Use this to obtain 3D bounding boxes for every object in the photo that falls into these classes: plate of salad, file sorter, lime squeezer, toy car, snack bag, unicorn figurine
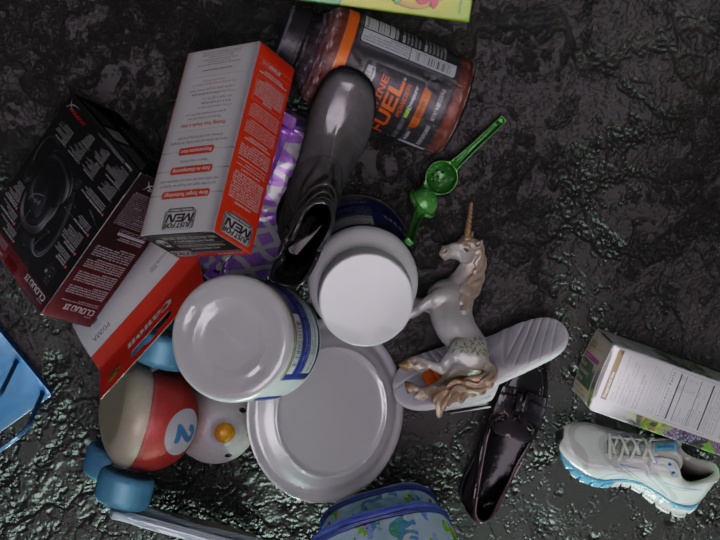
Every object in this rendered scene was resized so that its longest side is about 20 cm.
[{"bbox_3d":[-0.041,0.154,1.594,0.198,0.048,0.203,-1,92,-30],"label":"plate of salad"},{"bbox_3d":[-0.452,0.114,1.543,0.138,0.123,0.201,-34,106,8],"label":"file sorter"},{"bbox_3d":[0.086,-0.085,1.527,0.200,0.070,0.038,-52,121,-31],"label":"lime squeezer"},{"bbox_3d":[-0.176,0.161,1.559,0.198,0.177,0.187,14,95,-20],"label":"toy car"},{"bbox_3d":[-0.189,0.279,1.575,0.186,0.200,0.022,17,81,-7],"label":"snack bag"},{"bbox_3d":[0.092,0.050,1.569,0.136,0.074,0.202,-21,81,-2],"label":"unicorn figurine"}]

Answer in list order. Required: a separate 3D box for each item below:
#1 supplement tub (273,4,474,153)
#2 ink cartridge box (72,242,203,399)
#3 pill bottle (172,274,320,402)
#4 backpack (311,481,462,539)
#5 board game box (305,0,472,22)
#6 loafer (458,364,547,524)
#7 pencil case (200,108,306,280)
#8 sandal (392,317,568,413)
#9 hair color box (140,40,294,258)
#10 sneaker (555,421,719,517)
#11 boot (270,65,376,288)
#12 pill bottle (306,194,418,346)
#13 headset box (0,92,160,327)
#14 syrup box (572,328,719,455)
[{"bbox_3d":[0.010,-0.202,1.481,0.198,0.107,0.108,20,105,-8],"label":"supplement tub"},{"bbox_3d":[-0.231,0.021,1.486,0.057,0.200,0.163,40,101,-17],"label":"ink cartridge box"},{"bbox_3d":[-0.103,0.069,1.439,0.118,0.200,0.121,-1,86,10],"label":"pill bottle"},{"bbox_3d":[0.030,0.323,1.593,0.181,0.148,0.201,-16,149,1],"label":"backpack"},{"bbox_3d":[0.019,-0.320,1.476,0.197,0.048,0.103,6,106,-5],"label":"board game box"},{"bbox_3d":[0.167,0.194,1.632,0.071,0.063,0.202,17,105,-8],"label":"loafer"},{"bbox_3d":[-0.105,-0.075,1.524,0.083,0.085,0.202,30,103,21],"label":"pencil case"},{"bbox_3d":[0.138,0.118,1.598,0.205,0.080,0.059,-19,134,10],"label":"sandal"},{"bbox_3d":[-0.139,-0.117,1.413,0.061,0.101,0.202,33,63,-47],"label":"hair color box"},{"bbox_3d":[0.315,0.207,1.626,0.198,0.076,0.087,19,140,-15],"label":"sneaker"},{"bbox_3d":[-0.033,-0.088,1.408,0.069,0.132,0.202,15,114,-7],"label":"boot"},{"bbox_3d":[0.000,0.000,1.492,0.114,0.200,0.117,-1,108,-3],"label":"pill bottle"},{"bbox_3d":[-0.293,-0.053,1.483,0.201,0.149,0.077,-54,144,12],"label":"headset box"},{"bbox_3d":[0.345,0.139,1.613,0.198,0.079,0.082,19,98,-9],"label":"syrup box"}]
